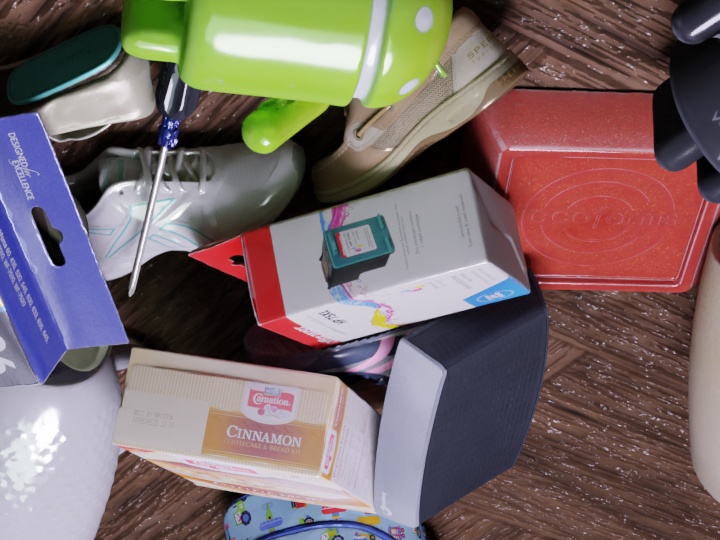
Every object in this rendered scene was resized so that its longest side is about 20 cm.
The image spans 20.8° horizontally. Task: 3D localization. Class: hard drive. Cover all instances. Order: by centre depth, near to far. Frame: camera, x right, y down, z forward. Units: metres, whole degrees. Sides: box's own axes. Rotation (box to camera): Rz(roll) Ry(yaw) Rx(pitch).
[{"bbox_3d":[0.075,0.099,1.422,0.135,0.042,0.200,-28,146,-28],"label":"hard drive"}]

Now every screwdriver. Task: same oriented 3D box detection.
[{"bbox_3d":[-0.127,-0.066,1.278,0.029,0.028,0.201,28,120,29],"label":"screwdriver"}]

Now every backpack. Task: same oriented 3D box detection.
[{"bbox_3d":[-0.024,0.266,1.705,0.182,0.135,0.200,-13,139,13],"label":"backpack"}]

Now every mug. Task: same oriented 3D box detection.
[{"bbox_3d":[-0.233,0.115,1.499,0.200,0.148,0.176,-15,139,-38],"label":"mug"}]

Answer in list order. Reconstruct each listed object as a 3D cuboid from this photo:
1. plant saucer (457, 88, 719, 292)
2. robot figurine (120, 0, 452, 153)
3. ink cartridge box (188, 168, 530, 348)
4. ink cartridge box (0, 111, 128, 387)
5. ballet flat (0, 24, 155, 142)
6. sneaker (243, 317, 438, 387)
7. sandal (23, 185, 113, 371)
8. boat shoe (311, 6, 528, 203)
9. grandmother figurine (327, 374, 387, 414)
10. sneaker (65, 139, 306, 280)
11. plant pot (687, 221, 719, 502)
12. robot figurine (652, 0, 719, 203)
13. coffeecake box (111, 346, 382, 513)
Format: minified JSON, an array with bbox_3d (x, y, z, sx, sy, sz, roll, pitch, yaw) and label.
[{"bbox_3d":[0.166,-0.046,1.370,0.199,0.037,0.200,1,143,-4],"label":"plant saucer"},{"bbox_3d":[-0.037,-0.157,1.145,0.199,0.116,0.176,6,131,-10],"label":"robot figurine"},{"bbox_3d":[0.000,0.000,1.306,0.199,0.067,0.116,-16,165,16],"label":"ink cartridge box"},{"bbox_3d":[-0.275,-0.003,1.271,0.199,0.047,0.198,-5,130,15],"label":"ink cartridge box"},{"bbox_3d":[-0.222,-0.099,1.260,0.199,0.070,0.070,-13,142,16],"label":"ballet flat"},{"bbox_3d":[0.012,0.062,1.426,0.199,0.070,0.082,-9,122,-18],"label":"sneaker"},{"bbox_3d":[-0.219,0.004,1.335,0.080,0.057,0.201,25,149,22],"label":"sandal"},{"bbox_3d":[0.025,-0.107,1.268,0.065,0.071,0.200,51,136,-6],"label":"boat shoe"},{"bbox_3d":[-0.007,0.070,1.507,0.121,0.061,0.200,-31,133,11],"label":"grandmother figurine"},{"bbox_3d":[-0.132,-0.051,1.327,0.200,0.071,0.080,-18,138,22],"label":"sneaker"},{"bbox_3d":[0.313,0.048,1.406,0.187,0.188,0.200,-10,129,12],"label":"plant pot"},{"bbox_3d":[0.270,-0.120,1.196,0.200,0.125,0.150,-34,165,36],"label":"robot figurine"},{"bbox_3d":[-0.072,0.119,1.429,0.153,0.073,0.200,8,168,15],"label":"coffeecake box"}]
